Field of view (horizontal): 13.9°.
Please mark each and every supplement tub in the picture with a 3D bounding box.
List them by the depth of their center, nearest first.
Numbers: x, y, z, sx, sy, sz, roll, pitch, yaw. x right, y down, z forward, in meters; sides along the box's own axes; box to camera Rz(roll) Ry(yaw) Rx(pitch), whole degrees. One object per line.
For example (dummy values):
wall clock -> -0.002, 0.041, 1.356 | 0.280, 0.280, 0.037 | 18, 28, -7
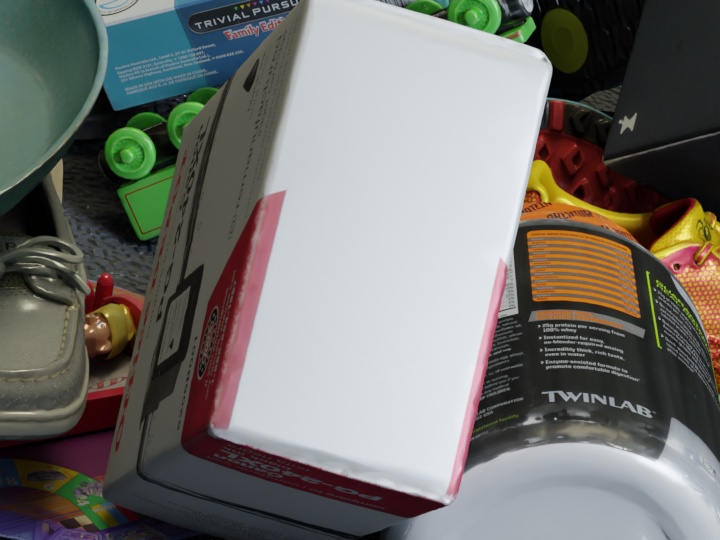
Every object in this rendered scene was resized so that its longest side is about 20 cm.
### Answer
supplement tub -> 0.067, 0.061, 1.040 | 0.122, 0.123, 0.200 | 11, 26, -4

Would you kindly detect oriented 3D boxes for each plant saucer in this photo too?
plant saucer -> -0.186, -0.053, 1.064 | 0.199, 0.036, 0.200 | -5, 39, 4

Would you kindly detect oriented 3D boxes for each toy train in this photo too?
toy train -> -0.015, -0.064, 1.222 | 0.200, 0.057, 0.042 | -20, 11, 18

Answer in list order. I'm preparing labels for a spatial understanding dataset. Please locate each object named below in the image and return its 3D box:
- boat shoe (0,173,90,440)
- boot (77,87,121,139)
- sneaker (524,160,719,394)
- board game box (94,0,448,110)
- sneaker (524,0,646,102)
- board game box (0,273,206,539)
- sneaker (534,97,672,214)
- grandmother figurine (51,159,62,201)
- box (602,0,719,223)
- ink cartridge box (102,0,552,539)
boat shoe -> -0.138, -0.009, 1.071 | 0.074, 0.065, 0.202 | 0, 32, -11
boot -> -0.148, -0.179, 1.327 | 0.066, 0.200, 0.165 | -7, 32, -34
sneaker -> 0.144, 0.018, 1.205 | 0.200, 0.077, 0.073 | 21, 25, -8
board game box -> -0.038, -0.164, 1.306 | 0.151, 0.047, 0.200 | -13, 39, 12
sneaker -> 0.096, -0.109, 1.355 | 0.078, 0.066, 0.200 | -17, -1, -34
board game box -> -0.119, 0.031, 1.105 | 0.158, 0.039, 0.200 | 14, 26, 2
sneaker -> 0.116, -0.034, 1.331 | 0.200, 0.080, 0.096 | 8, 6, -12
grandmother figurine -> -0.219, -0.072, 1.254 | 0.200, 0.061, 0.121 | 31, 5, 37
box -> 0.231, -0.098, 1.251 | 0.198, 0.200, 0.123 | 27, -22, -27
ink cartridge box -> -0.017, 0.008, 0.974 | 0.083, 0.146, 0.200 | 15, -14, -12
